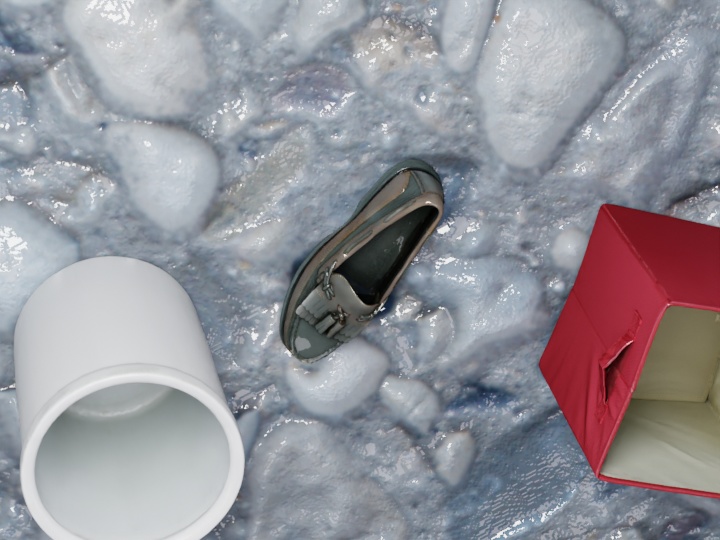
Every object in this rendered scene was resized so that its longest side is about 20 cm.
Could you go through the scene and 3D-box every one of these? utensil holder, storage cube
[{"bbox_3d":[-0.189,0.102,1.619,0.169,0.200,0.171,-6,120,-10],"label":"utensil holder"},{"bbox_3d":[0.274,0.068,1.726,0.199,0.180,0.172,10,115,-18],"label":"storage cube"}]

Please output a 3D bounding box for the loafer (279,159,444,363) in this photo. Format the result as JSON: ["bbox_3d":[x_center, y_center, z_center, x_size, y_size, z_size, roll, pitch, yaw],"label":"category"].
[{"bbox_3d":[0.000,0.000,1.688,0.072,0.063,0.200,27,109,-25],"label":"loafer"}]
